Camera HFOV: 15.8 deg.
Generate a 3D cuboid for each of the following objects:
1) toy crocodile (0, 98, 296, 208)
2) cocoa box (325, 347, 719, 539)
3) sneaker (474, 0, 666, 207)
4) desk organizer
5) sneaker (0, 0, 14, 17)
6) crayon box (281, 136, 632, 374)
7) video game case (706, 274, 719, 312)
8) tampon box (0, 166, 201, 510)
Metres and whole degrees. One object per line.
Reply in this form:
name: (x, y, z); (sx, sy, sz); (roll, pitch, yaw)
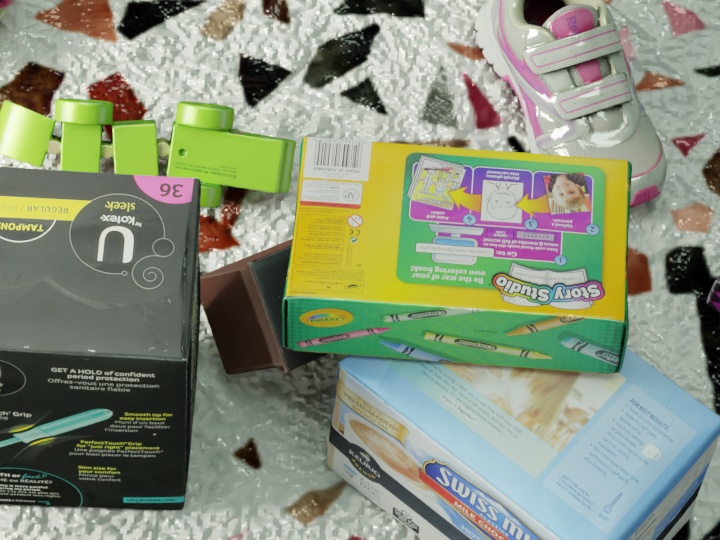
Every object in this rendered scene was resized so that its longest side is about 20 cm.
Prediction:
toy crocodile: (-0.143, -0.080, 1.711); (0.200, 0.062, 0.068); (3, 98, -4)
cocoa box: (0.096, 0.103, 1.574); (0.200, 0.131, 0.133); (37, 64, 17)
sneaker: (0.141, -0.130, 1.740); (0.081, 0.088, 0.200); (-24, 64, -17)
desk organizer: (0.000, 0.000, 1.659); (0.200, 0.077, 0.072); (-23, 96, -33)
sneaker: (-0.270, -0.213, 1.763); (0.088, 0.081, 0.200); (11, 68, 2)
crayon box: (0.058, -0.009, 1.529); (0.200, 0.058, 0.119); (5, 55, 2)
video game case: (0.358, 0.006, 1.706); (0.200, 0.036, 0.181); (33, 61, 15)
tampon box: (-0.172, 0.042, 1.552); (0.150, 0.200, 0.126); (3, 59, -3)
